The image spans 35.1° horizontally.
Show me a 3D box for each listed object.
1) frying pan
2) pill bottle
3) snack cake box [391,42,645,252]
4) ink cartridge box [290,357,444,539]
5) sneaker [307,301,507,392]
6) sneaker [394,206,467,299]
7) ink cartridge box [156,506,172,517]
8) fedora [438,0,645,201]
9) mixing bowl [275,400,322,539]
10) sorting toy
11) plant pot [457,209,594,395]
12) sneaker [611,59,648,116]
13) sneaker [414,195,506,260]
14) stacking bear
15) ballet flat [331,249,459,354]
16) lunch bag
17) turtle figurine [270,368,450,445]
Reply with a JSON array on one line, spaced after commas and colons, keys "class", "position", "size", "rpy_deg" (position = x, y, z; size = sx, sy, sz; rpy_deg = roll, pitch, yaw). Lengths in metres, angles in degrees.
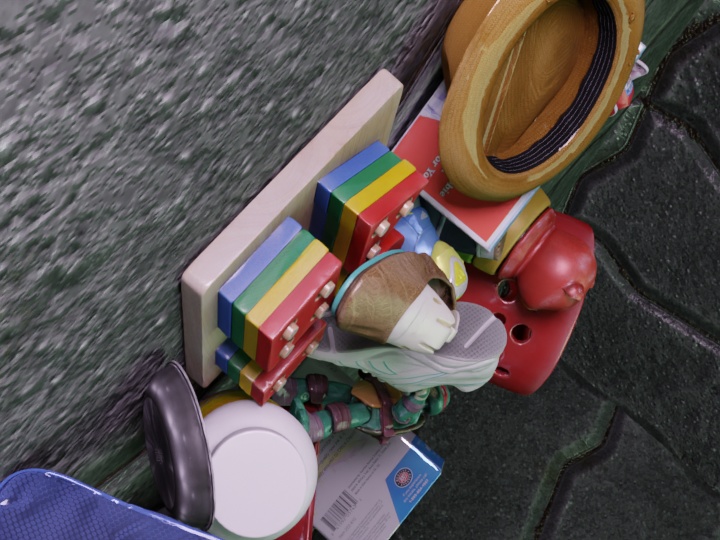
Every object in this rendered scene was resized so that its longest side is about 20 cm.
[{"class": "frying pan", "position": [-0.121, 0.156, 0.777], "size": [0.030, 0.115, 0.194], "rpy_deg": [-10, 110, -23]}, {"class": "pill bottle", "position": [-0.089, 0.149, 0.876], "size": [0.105, 0.104, 0.200], "rpy_deg": [-49, -174, -9]}, {"class": "snack cake box", "position": [0.123, -0.131, 0.919], "size": [0.201, 0.115, 0.067], "rpy_deg": [-52, 175, 10]}, {"class": "ink cartridge box", "position": [-0.024, 0.209, 1.287], "size": [0.145, 0.199, 0.085], "rpy_deg": [-50, 175, 5]}, {"class": "sneaker", "position": [0.017, 0.065, 0.933], "size": [0.081, 0.196, 0.071], "rpy_deg": [93, 9, -53]}, {"class": "sneaker", "position": [0.000, 0.000, 1.002], "size": [0.198, 0.107, 0.075], "rpy_deg": [-21, -177, 33]}, {"class": "ink cartridge box", "position": [-0.215, 0.316, 1.118], "size": [0.147, 0.082, 0.200], "rpy_deg": [-52, 171, 9]}, {"class": "fedora", "position": [0.115, -0.151, 0.822], "size": [0.198, 0.082, 0.203], "rpy_deg": [-24, 137, -25]}, {"class": "mixing bowl", "position": [-0.097, 0.215, 1.115], "size": [0.200, 0.106, 0.204], "rpy_deg": [-174, -90, -89]}, {"class": "sorting toy", "position": [-0.032, -0.006, 0.797], "size": [0.199, 0.069, 0.201], "rpy_deg": [-48, 170, -21]}, {"class": "plant pot", "position": [0.136, 0.010, 1.243], "size": [0.200, 0.180, 0.203], "rpy_deg": [-157, -90, -87]}, {"class": "sneaker", "position": [0.250, -0.233, 1.167], "size": [0.071, 0.112, 0.200], "rpy_deg": [-48, 170, -15]}, {"class": "sneaker", "position": [0.087, -0.117, 1.001], "size": [0.070, 0.106, 0.204], "rpy_deg": [4, 95, -76]}, {"class": "stacking bear", "position": [0.136, -0.039, 1.084], "size": [0.114, 0.199, 0.121], "rpy_deg": [-52, 170, 17]}, {"class": "ballet flat", "position": [0.037, 0.026, 0.818], "size": [0.068, 0.072, 0.200], "rpy_deg": [-52, 171, 8]}, {"class": "lunch bag", "position": [-0.156, 0.228, 0.685], "size": [0.133, 0.197, 0.137], "rpy_deg": [-56, -169, 47]}, {"class": "turtle figurine", "position": [0.018, 0.109, 1.046], "size": [0.197, 0.103, 0.149], "rpy_deg": [-7, -166, -25]}]
